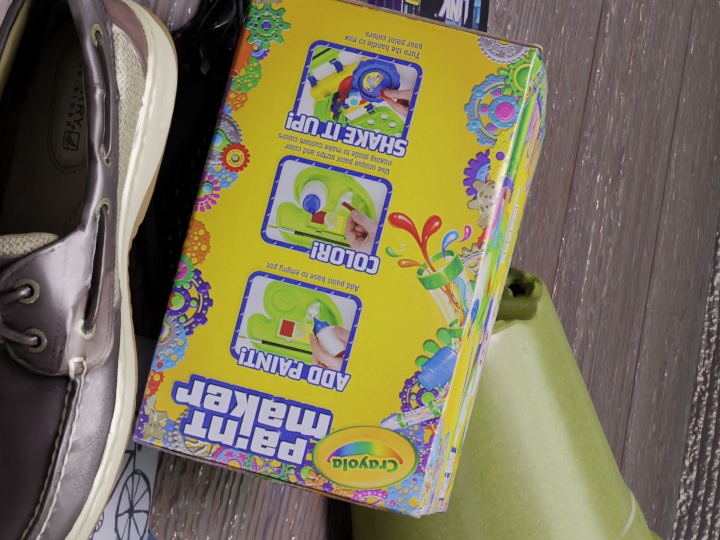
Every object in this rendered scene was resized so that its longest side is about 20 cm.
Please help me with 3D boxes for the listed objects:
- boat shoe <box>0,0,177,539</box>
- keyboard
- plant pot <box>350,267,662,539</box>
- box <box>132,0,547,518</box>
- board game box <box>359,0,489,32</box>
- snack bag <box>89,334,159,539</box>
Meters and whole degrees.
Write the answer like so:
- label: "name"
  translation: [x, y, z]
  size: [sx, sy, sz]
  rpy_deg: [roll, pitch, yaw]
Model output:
- label: "boat shoe"
  translation: [-0.110, 0.000, 0.706]
  size: [0.065, 0.073, 0.201]
  rpy_deg: [31, 62, -61]
- label: "keyboard"
  translation: [-0.054, -0.079, 0.993]
  size: [0.200, 0.039, 0.104]
  rpy_deg: [-70, 159, -45]
- label: "plant pot"
  translation: [0.064, 0.105, 1.255]
  size: [0.200, 0.199, 0.191]
  rpy_deg: [-52, 131, -62]
- label: "box"
  translation: [0.000, 0.000, 0.954]
  size: [0.200, 0.122, 0.193]
  rpy_deg: [53, 51, -82]
- label: "board game box"
  translation: [0.024, -0.135, 1.219]
  size: [0.200, 0.056, 0.166]
  rpy_deg: [-7, 101, -74]
- label: "snack bag"
  translation: [-0.114, 0.112, 0.875]
  size: [0.189, 0.021, 0.201]
  rpy_deg: [34, 63, -72]
